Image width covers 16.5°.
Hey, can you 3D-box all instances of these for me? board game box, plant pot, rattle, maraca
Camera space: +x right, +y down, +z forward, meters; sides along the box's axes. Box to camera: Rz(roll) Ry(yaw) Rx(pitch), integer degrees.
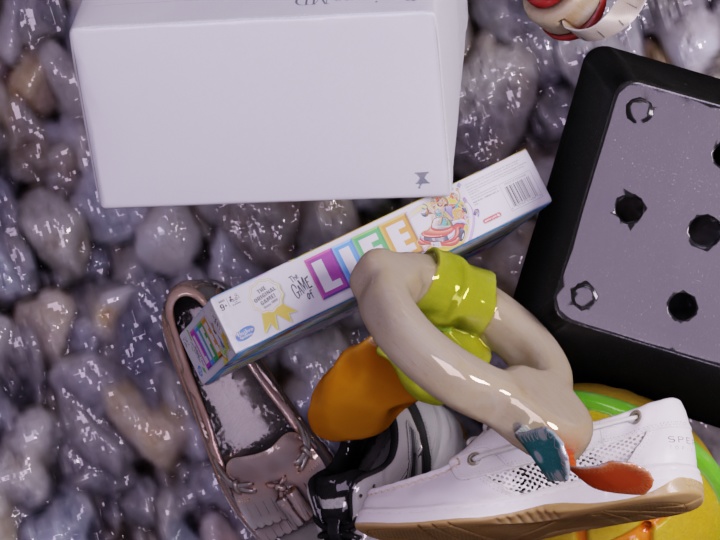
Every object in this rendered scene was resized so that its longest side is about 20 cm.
[{"bbox_3d":[0.000,0.000,1.417,0.199,0.134,0.034,-26,86,-15],"label":"board game box"},{"bbox_3d":[0.194,-0.016,1.403,0.199,0.177,0.200,17,90,7],"label":"plant pot"},{"bbox_3d":[0.051,0.090,1.299,0.143,0.130,0.200,-45,57,10],"label":"rattle"},{"bbox_3d":[0.160,0.138,1.433,0.199,0.137,0.107,30,47,-2],"label":"maraca"}]

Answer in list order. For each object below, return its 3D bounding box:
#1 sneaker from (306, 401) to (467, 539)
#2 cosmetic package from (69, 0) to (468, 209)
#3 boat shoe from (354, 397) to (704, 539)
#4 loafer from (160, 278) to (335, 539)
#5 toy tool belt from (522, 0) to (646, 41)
[{"bbox_3d":[-0.004,0.156,1.433,0.075,0.088,0.201,-11,55,39],"label":"sneaker"},{"bbox_3d":[-0.045,-0.140,1.411,0.198,0.200,0.123,-2,126,7],"label":"cosmetic package"},{"bbox_3d":[0.090,0.109,1.359,0.199,0.071,0.070,-11,71,23],"label":"boat shoe"},{"bbox_3d":[-0.066,0.097,1.486,0.072,0.063,0.201,-29,84,4],"label":"loafer"},{"bbox_3d":[0.126,-0.245,1.442,0.125,0.123,0.201,26,89,45],"label":"toy tool belt"}]
